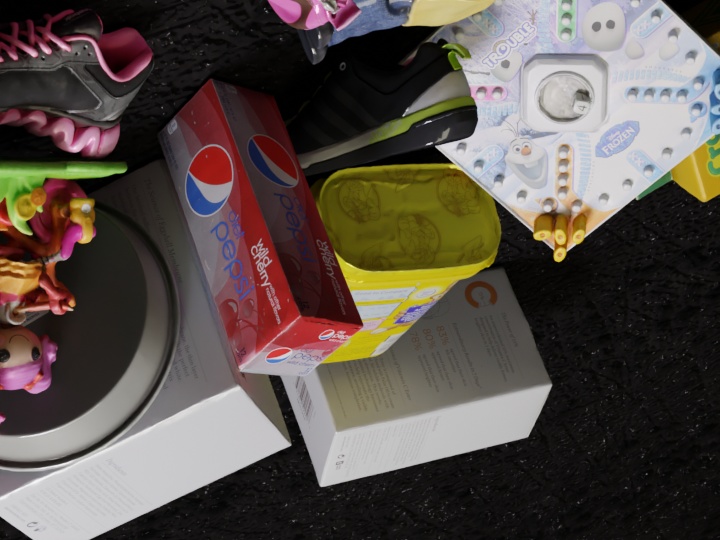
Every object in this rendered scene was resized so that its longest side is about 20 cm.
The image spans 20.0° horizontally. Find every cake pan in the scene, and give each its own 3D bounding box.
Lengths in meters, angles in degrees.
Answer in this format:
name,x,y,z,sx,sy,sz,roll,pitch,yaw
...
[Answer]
name,x,y,z,sx,sy,sz,roll,pitch,yaw
cake pan,-0.223,0.035,1.398,0.199,0.202,0.037,-23,157,2

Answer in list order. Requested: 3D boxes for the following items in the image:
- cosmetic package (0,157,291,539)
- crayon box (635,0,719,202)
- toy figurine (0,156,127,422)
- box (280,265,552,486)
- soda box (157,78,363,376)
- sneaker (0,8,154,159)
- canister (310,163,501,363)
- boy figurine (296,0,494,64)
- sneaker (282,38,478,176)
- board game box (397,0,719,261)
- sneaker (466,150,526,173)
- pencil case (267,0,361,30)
name,x,y,z,sx,sy,sz,roll,pitch,yaw
cosmetic package,-0.181,0.063,1.476,0.199,0.201,0.123,-25,150,7
crayon box,0.282,-0.140,1.512,0.199,0.052,0.126,-30,122,-9
toy figurine,-0.245,0.018,1.326,0.199,0.186,0.150,-2,-174,-37
box,0.045,0.089,1.751,0.198,0.125,0.098,-11,150,-18
soda box,-0.070,-0.029,1.396,0.063,0.201,0.070,11,138,-46
sneaker,-0.207,-0.133,1.274,0.095,0.079,0.199,-45,152,25
canister,0.000,0.000,1.580,0.147,0.087,0.200,-4,158,-26
boy figurine,0.053,-0.194,1.336,0.198,0.065,0.124,-20,173,-7
sneaker,-0.002,-0.118,1.443,0.199,0.084,0.072,-12,-177,31
board game box,0.145,-0.122,1.458,0.200,0.026,0.200,39,121,-20
sneaker,0.164,-0.109,1.572,0.198,0.076,0.079,-9,161,-10
pencil case,-0.081,-0.207,1.206,0.091,0.094,0.199,-38,146,27
